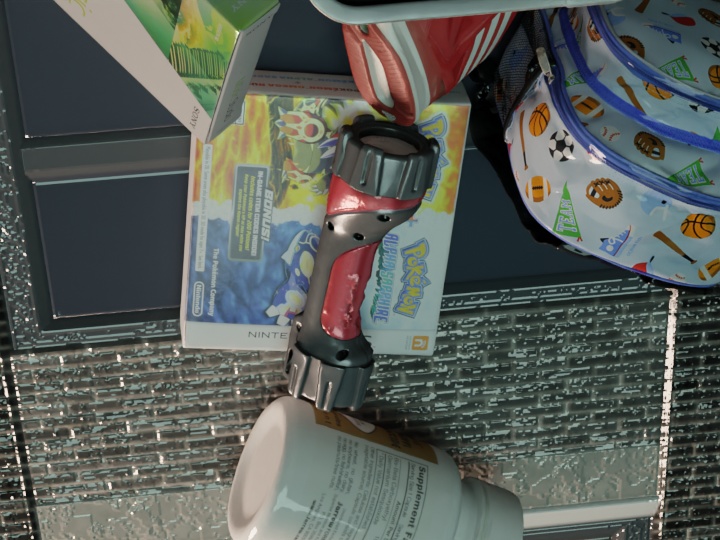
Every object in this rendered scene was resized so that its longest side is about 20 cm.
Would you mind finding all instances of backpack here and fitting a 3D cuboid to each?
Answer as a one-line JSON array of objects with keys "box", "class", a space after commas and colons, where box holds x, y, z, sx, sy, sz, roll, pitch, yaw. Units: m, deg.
[{"box": [0.181, -0.085, 0.999, 0.199, 0.191, 0.154, 11, 136, -12], "class": "backpack"}]

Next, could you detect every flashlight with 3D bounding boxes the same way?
[{"box": [0.000, 0.000, 1.056, 0.068, 0.068, 0.200, 5, 117, -14], "class": "flashlight"}]

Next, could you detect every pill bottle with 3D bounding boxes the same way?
[{"box": [0.013, 0.175, 1.179, 0.200, 0.114, 0.115, 21, 115, -18], "class": "pill bottle"}]

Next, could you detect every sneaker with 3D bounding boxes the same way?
[{"box": [0.037, -0.198, 0.984, 0.115, 0.078, 0.200, -38, 141, -25], "class": "sneaker"}]

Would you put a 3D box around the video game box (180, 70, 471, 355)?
[{"box": [-0.028, -0.036, 1.096, 0.182, 0.047, 0.200, 1, 119, -10], "class": "video game box"}]

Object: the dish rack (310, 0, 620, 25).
[{"box": [0.057, -0.225, 0.875, 0.199, 0.044, 0.172, -7, 97, -9], "class": "dish rack"}]

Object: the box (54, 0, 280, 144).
[{"box": [-0.138, -0.176, 0.910, 0.200, 0.144, 0.036, 43, 66, 5], "class": "box"}]
